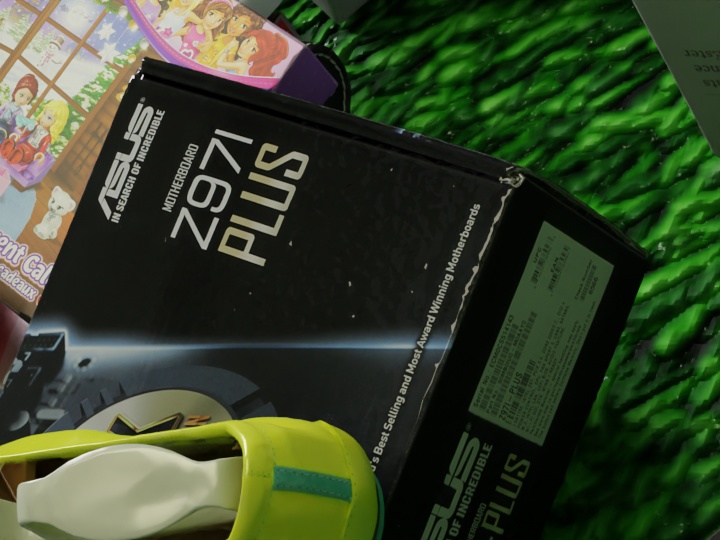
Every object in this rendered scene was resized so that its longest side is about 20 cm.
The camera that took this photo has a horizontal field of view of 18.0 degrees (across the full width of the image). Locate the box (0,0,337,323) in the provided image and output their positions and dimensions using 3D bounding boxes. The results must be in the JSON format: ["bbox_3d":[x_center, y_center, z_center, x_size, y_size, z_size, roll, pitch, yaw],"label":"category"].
[{"bbox_3d":[-0.125,-0.068,0.844,0.199,0.039,0.137,34,85,26],"label":"box"}]

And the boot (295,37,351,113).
[{"bbox_3d":[0.001,0.002,0.826,0.153,0.073,0.205,-2,58,35],"label":"boot"}]

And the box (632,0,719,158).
[{"bbox_3d":[0.211,-0.149,0.745,0.198,0.131,0.201,3,57,34],"label":"box"}]

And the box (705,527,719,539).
[{"bbox_3d":[0.178,0.095,0.609,0.200,0.044,0.160,-40,36,-4],"label":"box"}]

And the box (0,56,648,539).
[{"bbox_3d":[-0.027,0.053,0.711,0.163,0.086,0.201,19,85,39],"label":"box"}]

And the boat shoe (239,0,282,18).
[{"bbox_3d":[-0.113,-0.110,0.919,0.201,0.086,0.075,-36,35,2],"label":"boat shoe"}]

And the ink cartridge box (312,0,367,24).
[{"bbox_3d":[-0.037,-0.223,1.028,0.116,0.068,0.200,-41,67,-8],"label":"ink cartridge box"}]

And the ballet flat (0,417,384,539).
[{"bbox_3d":[-0.087,0.074,0.648,0.199,0.067,0.067,-13,71,32],"label":"ballet flat"}]

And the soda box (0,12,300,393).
[{"bbox_3d":[-0.085,-0.012,0.917,0.070,0.064,0.201,2,51,42],"label":"soda box"}]
